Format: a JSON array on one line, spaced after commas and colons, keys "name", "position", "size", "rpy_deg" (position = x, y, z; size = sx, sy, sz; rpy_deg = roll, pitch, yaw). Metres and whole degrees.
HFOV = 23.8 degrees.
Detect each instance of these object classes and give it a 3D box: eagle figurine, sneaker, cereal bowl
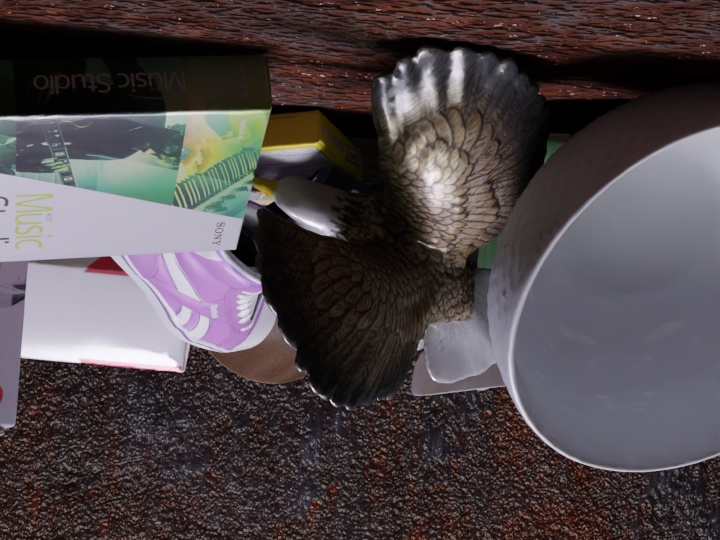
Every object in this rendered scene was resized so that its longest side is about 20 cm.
[{"name": "eagle figurine", "position": [0.015, -0.015, 0.821], "size": [0.149, 0.154, 0.200], "rpy_deg": [-8, 179, -8]}, {"name": "sneaker", "position": [-0.076, 0.007, 1.081], "size": [0.113, 0.073, 0.200], "rpy_deg": [9, 162, 26]}, {"name": "cereal bowl", "position": [0.148, -0.006, 0.820], "size": [0.198, 0.202, 0.084], "rpy_deg": [4, -148, -25]}]

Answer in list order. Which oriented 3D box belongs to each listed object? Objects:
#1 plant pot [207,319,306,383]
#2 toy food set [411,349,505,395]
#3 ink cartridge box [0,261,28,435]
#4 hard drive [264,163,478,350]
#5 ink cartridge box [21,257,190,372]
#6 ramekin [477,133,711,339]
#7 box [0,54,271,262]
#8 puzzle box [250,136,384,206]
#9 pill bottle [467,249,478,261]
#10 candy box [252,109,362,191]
[{"name": "plant pot", "position": [-0.039, -0.007, 1.573], "size": [0.185, 0.189, 0.199], "rpy_deg": [5, 164, -34]}, {"name": "toy food set", "position": [0.152, 0.065, 1.119], "size": [0.198, 0.061, 0.143], "rpy_deg": [-2, 174, -28]}, {"name": "ink cartridge box", "position": [-0.263, -0.011, 0.960], "size": [0.083, 0.202, 0.144], "rpy_deg": [3, 178, 33]}, {"name": "hard drive", "position": [0.000, 0.000, 1.112], "size": [0.139, 0.038, 0.200], "rpy_deg": [35, 164, -12]}, {"name": "ink cartridge box", "position": [-0.192, -0.015, 1.278], "size": [0.146, 0.086, 0.201], "rpy_deg": [5, -153, -4]}, {"name": "ramekin", "position": [0.160, -0.019, 0.973], "size": [0.198, 0.099, 0.200], "rpy_deg": [10, -175, -1]}, {"name": "box", "position": [-0.149, -0.051, 0.832], "size": [0.198, 0.037, 0.145], "rpy_deg": [-4, 155, -13]}, {"name": "puzzle box", "position": [-0.067, -0.069, 1.196], "size": [0.198, 0.026, 0.133], "rpy_deg": [4, 169, -14]}, {"name": "pill bottle", "position": [0.126, -0.008, 1.226], "size": [0.199, 0.114, 0.112], "rpy_deg": [19, 170, -37]}, {"name": "candy box", "position": [-0.106, -0.070, 1.072], "size": [0.198, 0.027, 0.102], "rpy_deg": [-3, 171, 14]}]
